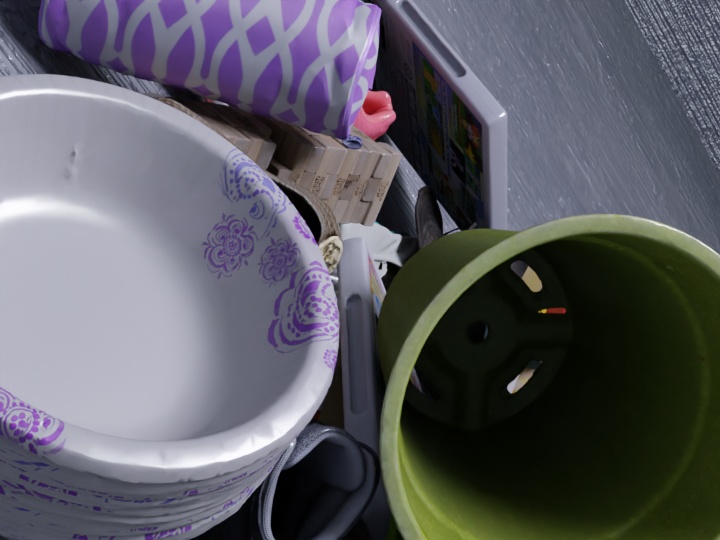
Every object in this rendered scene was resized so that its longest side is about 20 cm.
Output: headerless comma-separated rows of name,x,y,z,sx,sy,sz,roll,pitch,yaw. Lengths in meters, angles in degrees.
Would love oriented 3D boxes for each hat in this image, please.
hat,0.098,0.022,1.017,0.201,0.080,0.202,-11,90,-81

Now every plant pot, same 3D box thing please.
plant pot,0.088,0.053,0.696,0.201,0.199,0.190,57,-3,-16

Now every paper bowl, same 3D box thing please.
paper bowl,-0.117,0.023,0.549,0.200,0.105,0.202,19,44,-19

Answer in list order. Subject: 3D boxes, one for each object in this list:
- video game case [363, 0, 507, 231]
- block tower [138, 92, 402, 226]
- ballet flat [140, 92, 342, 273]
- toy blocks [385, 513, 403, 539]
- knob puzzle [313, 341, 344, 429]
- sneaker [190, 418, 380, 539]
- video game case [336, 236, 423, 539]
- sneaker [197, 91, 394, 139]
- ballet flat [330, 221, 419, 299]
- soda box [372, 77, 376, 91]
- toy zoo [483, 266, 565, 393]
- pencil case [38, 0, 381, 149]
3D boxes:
video game case,0.061,-0.121,1.051,0.183,0.022,0.200,55,-13,29
block tower,-0.066,-0.064,0.782,0.199,0.054,0.058,2,30,-46
ballet flat,-0.063,-0.033,0.723,0.046,0.068,0.200,35,-4,37
toy blocks,0.106,0.194,0.770,0.200,0.136,0.100,67,32,-50
knob puzzle,-0.052,0.068,0.788,0.220,0.030,0.221,47,28,-35
sneaker,-0.042,0.067,0.645,0.075,0.113,0.202,16,69,-37
video game case,0.022,0.110,0.835,0.201,0.024,0.183,68,13,-47
sneaker,-0.047,-0.136,0.914,0.200,0.086,0.074,29,40,-53
ballet flat,0.000,0.000,0.930,0.200,0.069,0.070,11,57,-66
soda box,-0.038,-0.214,0.975,0.200,0.063,0.071,70,10,-52
toy zoo,0.131,0.057,0.907,0.200,0.020,0.132,31,82,-60
pencil case,-0.082,-0.139,0.749,0.199,0.084,0.086,18,18,-2
